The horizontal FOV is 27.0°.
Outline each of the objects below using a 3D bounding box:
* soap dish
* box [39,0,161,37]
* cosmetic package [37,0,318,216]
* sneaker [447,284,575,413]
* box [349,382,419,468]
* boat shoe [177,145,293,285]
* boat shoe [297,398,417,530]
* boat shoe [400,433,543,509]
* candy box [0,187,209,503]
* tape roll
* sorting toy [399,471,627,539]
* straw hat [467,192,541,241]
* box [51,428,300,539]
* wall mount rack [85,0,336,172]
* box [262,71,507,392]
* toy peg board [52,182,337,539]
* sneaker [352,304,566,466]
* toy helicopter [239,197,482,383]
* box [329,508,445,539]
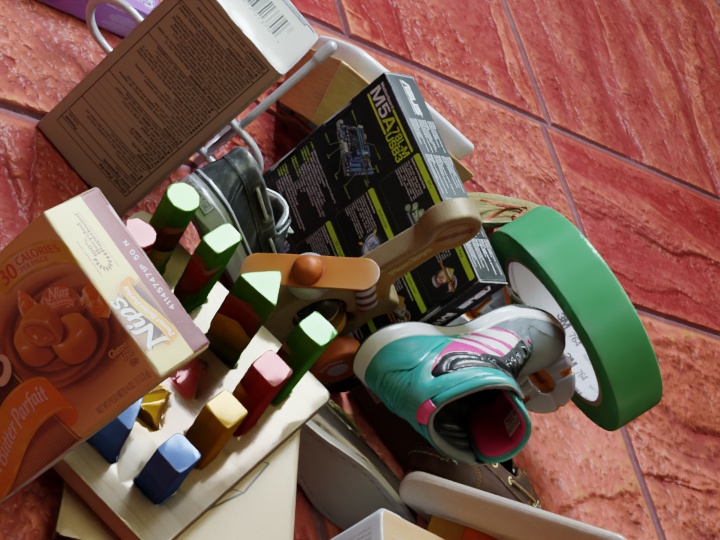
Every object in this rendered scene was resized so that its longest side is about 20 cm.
[{"bbox_3d":[0.008,-0.137,1.374,0.157,0.081,0.200,38,1,-19],"label":"soap dish"},{"bbox_3d":[-0.245,-0.282,1.298,0.200,0.039,0.137,19,47,-42],"label":"box"},{"bbox_3d":[-0.141,-0.146,1.157,0.103,0.200,0.087,49,32,-9],"label":"cosmetic package"},{"bbox_3d":[0.110,0.041,1.301,0.200,0.078,0.077,54,6,7],"label":"sneaker"},{"bbox_3d":[0.082,0.092,1.339,0.100,0.075,0.200,53,34,-1],"label":"box"},{"bbox_3d":[-0.084,-0.030,1.157,0.072,0.071,0.200,52,-8,18],"label":"boat shoe"},{"bbox_3d":[-0.028,0.136,1.163,0.200,0.072,0.060,40,38,-10],"label":"boat shoe"},{"bbox_3d":[0.112,0.184,1.232,0.200,0.070,0.070,42,59,-41],"label":"boat shoe"},{"bbox_3d":[-0.196,0.053,0.903,0.116,0.200,0.055,55,35,1],"label":"candy box"},{"bbox_3d":[0.185,0.042,1.298,0.201,0.048,0.200,57,-9,14],"label":"tape roll"},{"bbox_3d":[0.133,0.223,1.150,0.037,0.185,0.200,-67,155,-19],"label":"sorting toy"},{"bbox_3d":[0.075,-0.024,1.410,0.201,0.201,0.085,-13,112,-55],"label":"straw hat"},{"bbox_3d":[-0.120,0.120,1.048,0.163,0.021,0.200,17,48,-16],"label":"box"},{"bbox_3d":[-0.123,-0.175,1.229,0.200,0.174,0.075,48,50,-10],"label":"wall mount rack"},{"bbox_3d":[0.004,-0.028,1.237,0.047,0.193,0.200,5,56,-52],"label":"box"},{"bbox_3d":[-0.133,0.049,1.011,0.200,0.098,0.199,44,45,8],"label":"toy peg board"},{"bbox_3d":[0.105,0.089,1.160,0.200,0.084,0.121,-7,40,-34],"label":"sneaker"},{"bbox_3d":[0.000,0.000,1.129,0.132,0.200,0.079,28,36,-53],"label":"toy helicopter"},{"bbox_3d":[0.038,0.299,1.061,0.152,0.106,0.200,30,39,-33],"label":"box"}]
